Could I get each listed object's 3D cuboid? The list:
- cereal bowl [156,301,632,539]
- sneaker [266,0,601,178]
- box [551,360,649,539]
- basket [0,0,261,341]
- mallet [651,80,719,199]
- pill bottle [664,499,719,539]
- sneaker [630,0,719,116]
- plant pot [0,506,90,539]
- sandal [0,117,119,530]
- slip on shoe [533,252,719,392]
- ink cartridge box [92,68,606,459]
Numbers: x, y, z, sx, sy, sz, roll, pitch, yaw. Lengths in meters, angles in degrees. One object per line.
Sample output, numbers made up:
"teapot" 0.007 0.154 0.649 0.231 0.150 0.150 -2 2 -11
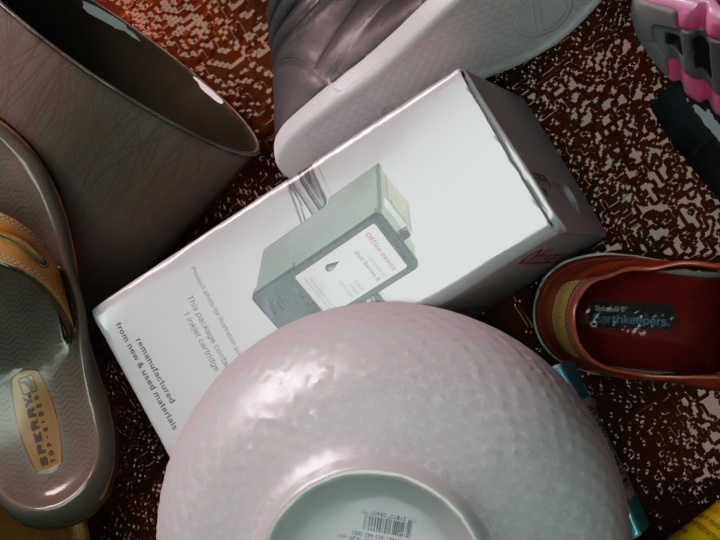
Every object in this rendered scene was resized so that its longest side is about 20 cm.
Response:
"cereal bowl" 0.009 0.116 0.813 0.198 0.083 0.202 1 98 9
"sneaker" 0.030 -0.132 0.925 0.199 0.071 0.100 -33 54 23
"box" 0.019 0.118 0.885 0.199 0.049 0.083 -27 83 11
"basket" -0.170 -0.024 0.973 0.180 0.136 0.201 37 104 18
"mallet" 0.231 -0.102 0.916 0.199 0.041 0.066 -31 83 9
"pill bottle" 0.212 0.127 0.873 0.199 0.113 0.113 -35 83 -5
"sneaker" 0.218 -0.111 0.877 0.198 0.079 0.096 12 67 7
"plant pot" -0.221 0.155 0.933 0.199 0.186 0.188 -31 84 31
"sandal" -0.162 0.015 0.869 0.081 0.055 0.202 -20 78 11
"slip on shoe" 0.178 0.025 0.909 0.198 0.061 0.075 3 95 0
"ink cartridge box" 0.000 0.000 0.920 0.199 0.145 0.084 -32 83 13
